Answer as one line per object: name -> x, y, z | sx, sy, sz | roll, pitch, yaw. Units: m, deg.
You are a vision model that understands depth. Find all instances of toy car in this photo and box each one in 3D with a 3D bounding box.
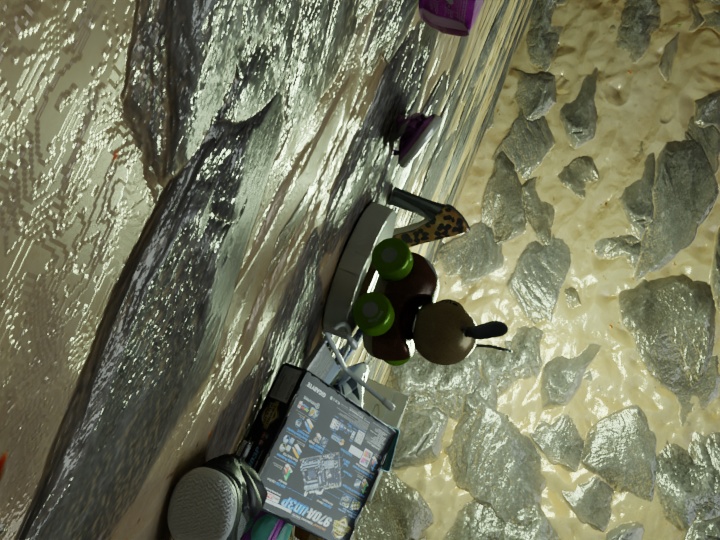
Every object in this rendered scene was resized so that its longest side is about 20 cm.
toy car -> 0.112, 0.064, 1.101 | 0.165, 0.197, 0.160 | 56, 51, -62

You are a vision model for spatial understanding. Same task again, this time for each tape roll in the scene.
tape roll -> 0.000, 0.000, 1.168 | 0.203, 0.037, 0.205 | 22, 89, -81

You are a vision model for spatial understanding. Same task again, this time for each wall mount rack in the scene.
wall mount rack -> -0.034, 0.177, 1.065 | 0.201, 0.074, 0.175 | -55, 142, -26

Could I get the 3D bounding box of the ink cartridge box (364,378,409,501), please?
ink cartridge box -> -0.005, 0.327, 1.592 | 0.201, 0.143, 0.146 | 103, 12, -48

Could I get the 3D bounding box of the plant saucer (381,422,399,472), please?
plant saucer -> -0.023, 0.245, 1.211 | 0.019, 0.199, 0.071 | -6, -118, 51

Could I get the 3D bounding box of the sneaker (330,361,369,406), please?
sneaker -> -0.017, 0.243, 1.297 | 0.079, 0.131, 0.199 | -23, -168, 24

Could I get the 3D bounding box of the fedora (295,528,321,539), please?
fedora -> -0.095, 0.531, 1.743 | 0.202, 0.081, 0.201 | -61, 172, -14

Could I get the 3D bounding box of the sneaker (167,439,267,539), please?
sneaker -> -0.139, 0.258, 0.750 | 0.114, 0.075, 0.203 | -39, 146, -69

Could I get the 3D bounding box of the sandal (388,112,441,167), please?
sandal -> 0.064, -0.188, 1.099 | 0.083, 0.049, 0.203 | -55, -173, 8

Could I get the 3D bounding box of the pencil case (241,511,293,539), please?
pencil case -> -0.129, 0.340, 0.989 | 0.092, 0.085, 0.202 | -13, -139, 43

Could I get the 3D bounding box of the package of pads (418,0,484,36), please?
package of pads -> 0.134, -0.387, 0.928 | 0.121, 0.075, 0.202 | 89, 23, -66

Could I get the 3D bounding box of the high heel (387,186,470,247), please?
high heel -> 0.096, -0.031, 1.352 | 0.072, 0.141, 0.202 | -57, 166, -54

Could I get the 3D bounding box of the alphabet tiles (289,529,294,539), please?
alphabet tiles -> -0.118, 0.415, 1.269 | 0.169, 0.007, 0.202 | -88, 178, -46

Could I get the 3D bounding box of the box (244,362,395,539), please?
box -> -0.053, 0.225, 0.960 | 0.200, 0.046, 0.161 | 41, 68, -43

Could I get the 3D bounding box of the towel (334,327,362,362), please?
towel -> -0.015, 0.112, 1.237 | 0.201, 0.024, 0.145 | -57, 176, 38
